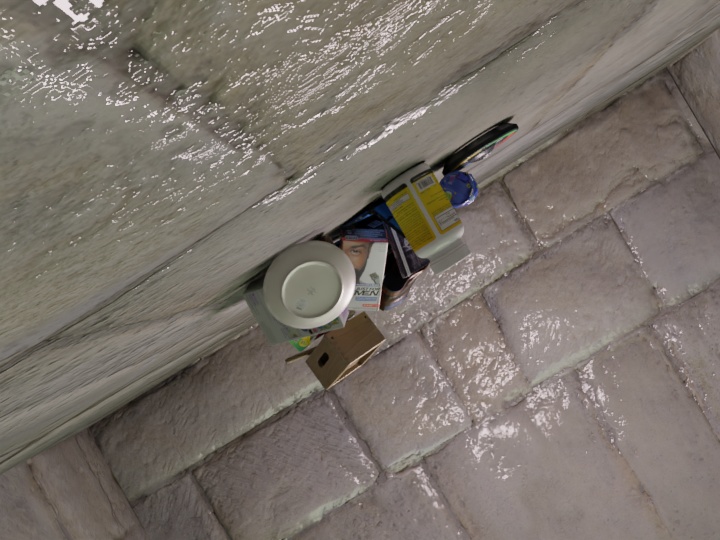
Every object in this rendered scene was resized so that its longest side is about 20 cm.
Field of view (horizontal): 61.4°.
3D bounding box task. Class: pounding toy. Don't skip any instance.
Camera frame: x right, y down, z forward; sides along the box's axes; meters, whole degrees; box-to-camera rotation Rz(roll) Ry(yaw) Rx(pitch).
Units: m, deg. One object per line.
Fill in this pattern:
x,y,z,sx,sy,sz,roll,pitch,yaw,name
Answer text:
-0.072,0.221,1.671,0.183,0.143,0.201,-27,163,-41,pounding toy

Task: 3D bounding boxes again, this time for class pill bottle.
0.134,-0.099,1.202,0.111,0.202,0.112,-30,179,-1,pill bottle

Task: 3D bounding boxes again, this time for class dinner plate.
-0.102,0.036,1.250,0.198,0.202,0.024,-31,-149,-1,dinner plate

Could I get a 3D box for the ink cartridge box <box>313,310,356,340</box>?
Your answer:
-0.121,0.071,1.692,0.145,0.202,0.083,-31,176,-3,ink cartridge box

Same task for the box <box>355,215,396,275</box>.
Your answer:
0.082,-0.087,1.564,0.078,0.143,0.199,21,-142,40,box

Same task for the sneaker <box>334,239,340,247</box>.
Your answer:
-0.073,-0.015,1.584,0.198,0.079,0.070,-27,152,10,sneaker

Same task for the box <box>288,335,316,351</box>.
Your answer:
-0.118,0.102,1.531,0.201,0.048,0.118,-53,149,-13,box

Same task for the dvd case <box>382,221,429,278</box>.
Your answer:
0.149,-0.089,1.528,0.199,0.151,0.016,-29,-167,-37,dvd case

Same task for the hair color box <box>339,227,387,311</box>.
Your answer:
0.000,0.000,1.460,0.109,0.203,0.064,2,-147,-6,hair color box

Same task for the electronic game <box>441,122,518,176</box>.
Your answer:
0.274,-0.275,1.393,0.198,0.042,0.200,-32,178,-1,electronic game

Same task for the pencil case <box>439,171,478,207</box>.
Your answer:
0.232,-0.191,1.415,0.087,0.078,0.200,-52,173,14,pencil case

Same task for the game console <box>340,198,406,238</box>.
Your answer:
0.085,-0.118,1.402,0.199,0.170,0.119,-30,152,-45,game console

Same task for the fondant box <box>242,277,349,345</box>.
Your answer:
-0.143,0.075,1.353,0.197,0.146,0.058,-15,-156,22,fondant box

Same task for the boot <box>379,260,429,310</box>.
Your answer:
0.107,0.021,1.555,0.199,0.074,0.098,-39,160,-40,boot

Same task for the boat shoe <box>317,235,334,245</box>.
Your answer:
-0.107,-0.021,1.389,0.071,0.077,0.200,-28,176,-26,boat shoe
